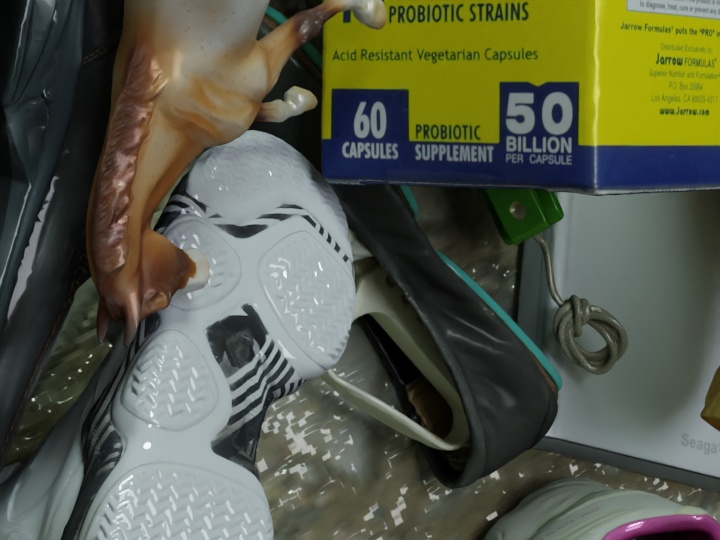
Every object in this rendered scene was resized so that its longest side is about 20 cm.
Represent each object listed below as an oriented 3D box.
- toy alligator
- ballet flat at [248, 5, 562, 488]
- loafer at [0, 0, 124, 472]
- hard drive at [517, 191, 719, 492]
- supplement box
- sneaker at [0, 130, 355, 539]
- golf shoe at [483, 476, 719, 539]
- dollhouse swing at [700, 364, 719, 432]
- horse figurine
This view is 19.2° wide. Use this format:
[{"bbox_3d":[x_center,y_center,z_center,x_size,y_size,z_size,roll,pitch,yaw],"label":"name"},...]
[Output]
[{"bbox_3d":[0.048,-0.054,0.811,0.201,0.059,0.054,61,13,-11],"label":"toy alligator"},{"bbox_3d":[0.000,0.000,0.758,0.068,0.068,0.200,-46,109,-20],"label":"ballet flat"},{"bbox_3d":[-0.101,-0.008,0.635,0.072,0.073,0.202,8,103,-44],"label":"loafer"},{"bbox_3d":[0.124,-0.018,0.876,0.131,0.026,0.202,16,72,-34],"label":"hard drive"},{"bbox_3d":[0.061,-0.128,0.696,0.109,0.108,0.202,-4,96,-52],"label":"supplement box"},{"bbox_3d":[-0.072,0.048,0.674,0.075,0.115,0.201,36,47,-26],"label":"sneaker"},{"bbox_3d":[0.056,0.143,0.758,0.200,0.091,0.076,-44,109,-32],"label":"golf shoe"},{"bbox_3d":[0.148,-0.062,0.762,0.176,0.200,0.182,-41,90,-3],"label":"dollhouse swing"},{"bbox_3d":[-0.032,-0.092,0.603,0.132,0.050,0.202,-31,140,-50],"label":"horse figurine"}]
